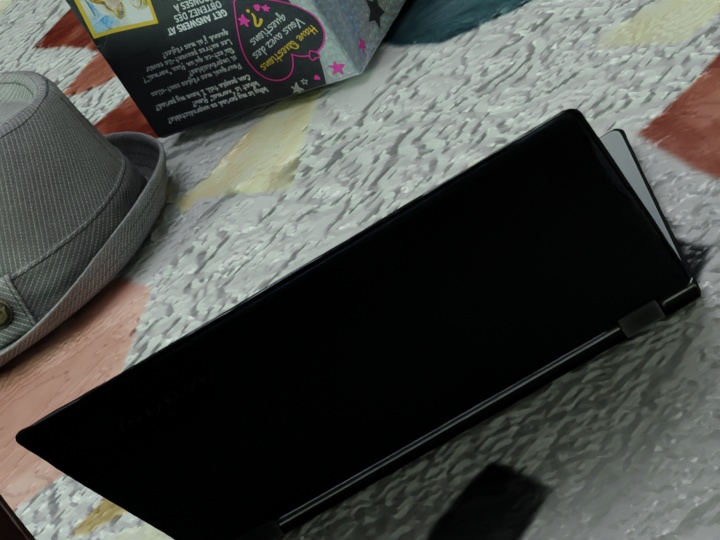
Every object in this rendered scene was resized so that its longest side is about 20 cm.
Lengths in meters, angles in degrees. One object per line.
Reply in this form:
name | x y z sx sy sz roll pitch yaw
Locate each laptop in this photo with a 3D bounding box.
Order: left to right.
laptop | 0.000 0.000 0.742 0.186 0.116 0.200 -30 25 9

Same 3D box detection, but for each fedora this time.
fedora | -0.188 -0.022 1.040 0.199 0.091 0.177 -28 25 14

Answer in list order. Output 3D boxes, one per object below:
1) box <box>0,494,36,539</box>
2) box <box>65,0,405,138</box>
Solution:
box | -0.163 0.130 0.656 0.166 0.165 0.200 -41 26 -13
box | -0.038 -0.177 1.103 0.131 0.115 0.201 -14 33 35
